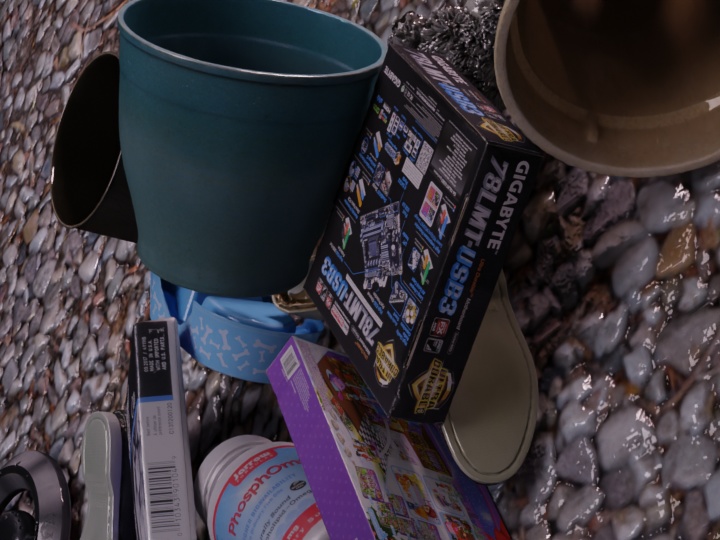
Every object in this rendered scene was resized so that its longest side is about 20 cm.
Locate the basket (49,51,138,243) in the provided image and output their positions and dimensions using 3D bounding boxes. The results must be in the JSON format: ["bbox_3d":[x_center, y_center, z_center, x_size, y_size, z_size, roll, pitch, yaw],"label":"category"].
[{"bbox_3d":[-0.142,-0.079,1.470,0.136,0.199,0.181,-55,33,25],"label":"basket"}]

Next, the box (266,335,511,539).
[{"bbox_3d":[0.023,0.139,1.182,0.039,0.136,0.200,-53,37,23],"label":"box"}]

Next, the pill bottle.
[{"bbox_3d":[-0.046,0.191,1.280,0.200,0.108,0.109,26,95,56],"label":"pill bottle"}]

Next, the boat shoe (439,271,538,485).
[{"bbox_3d":[0.074,0.064,1.217,0.066,0.074,0.200,110,151,-59],"label":"boat shoe"}]

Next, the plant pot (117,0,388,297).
[{"bbox_3d":[-0.092,-0.089,1.304,0.200,0.199,0.189,44,130,54],"label":"plant pot"}]

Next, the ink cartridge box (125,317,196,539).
[{"bbox_3d":[-0.165,0.173,1.429,0.200,0.043,0.199,102,161,-58],"label":"ink cartridge box"}]

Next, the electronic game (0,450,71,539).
[{"bbox_3d":[-0.344,0.278,1.728,0.200,0.041,0.201,-28,52,44],"label":"electronic game"}]

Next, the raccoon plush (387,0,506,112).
[{"bbox_3d":[0.102,-0.127,1.276,0.134,0.096,0.201,-14,80,41],"label":"raccoon plush"}]

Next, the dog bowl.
[{"bbox_3d":[-0.110,0.041,1.455,0.200,0.111,0.050,31,110,56],"label":"dog bowl"}]

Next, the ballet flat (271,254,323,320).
[{"bbox_3d":[0.000,0.000,1.353,0.200,0.069,0.070,-22,56,49],"label":"ballet flat"}]

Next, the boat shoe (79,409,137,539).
[{"bbox_3d":[-0.211,0.225,1.547,0.075,0.060,0.201,11,97,54],"label":"boat shoe"}]

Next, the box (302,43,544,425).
[{"bbox_3d":[0.036,-0.029,1.187,0.200,0.049,0.199,-126,50,-59],"label":"box"}]

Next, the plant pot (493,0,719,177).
[{"bbox_3d":[0.176,-0.193,1.109,0.201,0.200,0.184,-47,28,31],"label":"plant pot"}]
